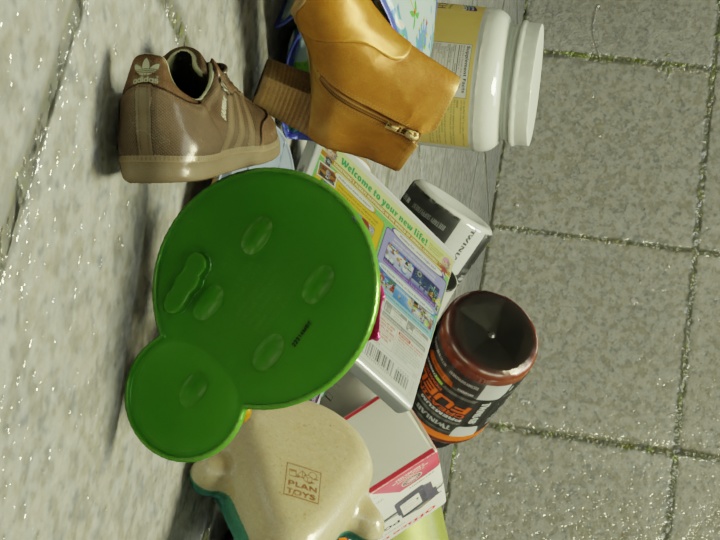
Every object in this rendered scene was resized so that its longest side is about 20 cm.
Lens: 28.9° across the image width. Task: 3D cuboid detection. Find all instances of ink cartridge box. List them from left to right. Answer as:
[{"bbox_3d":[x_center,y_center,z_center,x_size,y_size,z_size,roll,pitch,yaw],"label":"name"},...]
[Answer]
[{"bbox_3d":[0.005,0.216,1.418,0.085,0.144,0.200,56,-7,23],"label":"ink cartridge box"}]

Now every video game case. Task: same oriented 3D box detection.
[{"bbox_3d":[0.000,0.000,1.264,0.200,0.022,0.183,42,49,-29],"label":"video game case"}]

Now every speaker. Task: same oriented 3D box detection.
[{"bbox_3d":[0.020,0.073,1.422,0.201,0.081,0.081,-62,180,26],"label":"speaker"}]

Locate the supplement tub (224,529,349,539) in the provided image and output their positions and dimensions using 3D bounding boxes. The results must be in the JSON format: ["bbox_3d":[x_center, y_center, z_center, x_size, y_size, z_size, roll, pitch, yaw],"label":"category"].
[{"bbox_3d":[-0.070,0.256,1.162,0.201,0.106,0.108,-71,165,-48],"label":"supplement tub"}]

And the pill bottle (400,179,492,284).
[{"bbox_3d":[0.047,0.010,1.519,0.201,0.106,0.106,-56,174,10],"label":"pill bottle"}]

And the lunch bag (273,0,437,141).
[{"bbox_3d":[0.003,-0.225,1.179,0.201,0.126,0.171,101,4,-48],"label":"lunch bag"}]

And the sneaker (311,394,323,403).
[{"bbox_3d":[-0.047,0.054,1.254,0.201,0.074,0.088,-69,158,-51],"label":"sneaker"}]

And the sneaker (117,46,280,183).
[{"bbox_3d":[-0.094,-0.102,0.874,0.200,0.070,0.076,-50,141,-75],"label":"sneaker"}]

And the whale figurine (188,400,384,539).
[{"bbox_3d":[-0.061,0.189,1.074,0.201,0.158,0.104,-90,-157,-52],"label":"whale figurine"}]

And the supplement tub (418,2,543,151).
[{"bbox_3d":[0.079,-0.198,1.418,0.145,0.198,0.147,7,90,-80],"label":"supplement tub"}]

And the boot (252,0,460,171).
[{"bbox_3d":[0.012,-0.175,1.060,0.071,0.143,0.202,-85,-163,-51],"label":"boot"}]

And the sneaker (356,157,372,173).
[{"bbox_3d":[-0.016,-0.020,1.377,0.200,0.070,0.109,74,24,-59],"label":"sneaker"}]

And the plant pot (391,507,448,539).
[{"bbox_3d":[0.036,0.355,1.675,0.200,0.199,0.186,-26,111,-78],"label":"plant pot"}]

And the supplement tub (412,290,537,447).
[{"bbox_3d":[0.107,0.115,1.494,0.200,0.106,0.107,117,-10,-52],"label":"supplement tub"}]

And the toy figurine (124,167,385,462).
[{"bbox_3d":[-0.053,0.040,0.954,0.201,0.150,0.184,-55,165,3],"label":"toy figurine"}]

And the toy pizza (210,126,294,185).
[{"bbox_3d":[-0.092,-0.016,1.051,0.200,0.031,0.202,8,90,-76],"label":"toy pizza"}]
